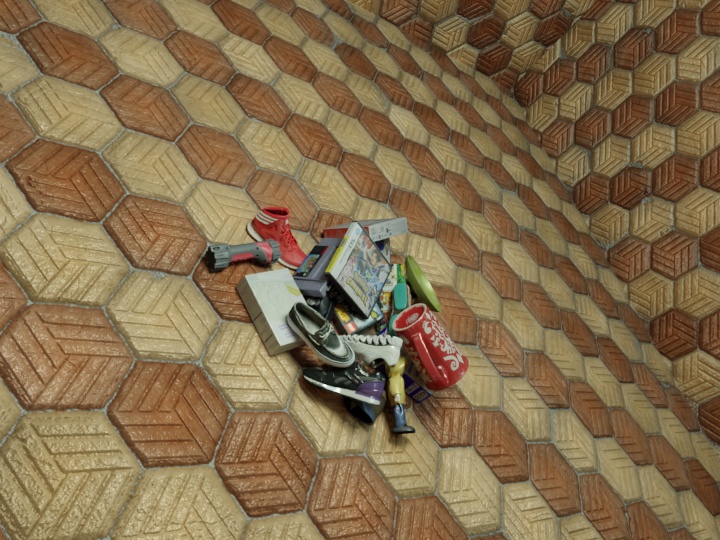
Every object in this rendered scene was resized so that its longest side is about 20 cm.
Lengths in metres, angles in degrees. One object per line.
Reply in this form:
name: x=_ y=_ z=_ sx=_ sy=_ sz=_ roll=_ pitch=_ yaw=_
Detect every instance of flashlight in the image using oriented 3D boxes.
flashlight: x=-0.298 y=-0.036 z=1.472 sx=0.199 sy=0.068 sz=0.068 roll=-15 pitch=66 yaw=-44

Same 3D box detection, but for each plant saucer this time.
plant saucer: x=0.184 y=0.045 z=1.757 sx=0.201 sy=0.031 sz=0.200 roll=54 pitch=14 yaw=-20

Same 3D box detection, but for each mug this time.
mug: x=0.186 y=0.199 z=1.492 sx=0.133 sy=0.177 sz=0.201 roll=-38 pitch=107 yaw=-11

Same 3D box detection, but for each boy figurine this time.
boy figurine: x=0.102 y=0.321 z=1.494 sx=0.124 sy=0.064 sz=0.202 roll=63 pitch=22 yaw=-65

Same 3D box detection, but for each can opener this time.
can opener: x=-0.101 y=0.053 z=1.542 sx=0.079 sy=0.063 sz=0.201 roll=61 pitch=31 yaw=-50

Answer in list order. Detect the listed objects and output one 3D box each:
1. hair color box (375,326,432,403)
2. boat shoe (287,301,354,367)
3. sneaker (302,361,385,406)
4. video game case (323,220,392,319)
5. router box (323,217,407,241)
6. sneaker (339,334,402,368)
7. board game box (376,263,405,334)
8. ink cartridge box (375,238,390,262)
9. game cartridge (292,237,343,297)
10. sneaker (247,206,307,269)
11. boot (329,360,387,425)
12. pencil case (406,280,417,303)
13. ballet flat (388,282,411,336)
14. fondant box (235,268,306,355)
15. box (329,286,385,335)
hair color box: x=0.119 y=0.262 z=1.602 sx=0.200 sy=0.065 sz=0.110 roll=39 pitch=37 yaw=-8
boat shoe: x=-0.095 y=0.152 z=1.361 sx=0.199 sy=0.071 sz=0.072 roll=36 pitch=55 yaw=10
sneaker: x=-0.038 y=0.255 z=1.387 sx=0.198 sy=0.076 sz=0.088 roll=17 pitch=81 yaw=6
video game case: x=0.000 y=0.000 z=1.549 sx=0.200 sy=0.025 sz=0.182 roll=51 pitch=53 yaw=-36
router box: x=0.017 y=-0.122 z=1.759 sx=0.199 sy=0.178 sz=0.049 roll=-19 pitch=105 yaw=-50
sneaker: x=0.010 y=0.205 z=1.464 sx=0.075 sy=0.198 sz=0.082 roll=27 pitch=64 yaw=-58
board game box: x=0.089 y=0.081 z=1.678 sx=0.104 sy=0.023 sz=0.202 roll=-1 pitch=90 yaw=-39
ink cartridge box: x=0.025 y=-0.050 z=1.774 sx=0.199 sy=0.037 sz=0.096 roll=-18 pitch=110 yaw=-49
game cartridge: x=-0.102 y=-0.013 z=1.548 sx=0.201 sy=0.129 sz=0.039 roll=-57 pitch=138 yaw=-33
sneaker: x=-0.204 y=-0.092 z=1.564 sx=0.199 sy=0.115 sz=0.079 roll=36 pitch=38 yaw=-14
boot: x=-0.017 y=0.293 z=1.434 sx=0.200 sy=0.075 sz=0.097 roll=43 pitch=34 yaw=-9
pencil case: x=0.083 y=0.061 z=1.735 sx=0.199 sy=0.078 sz=0.090 roll=12 pitch=48 yaw=-37
ballet flat: x=0.119 y=0.131 z=1.617 sx=0.067 sy=0.067 sz=0.201 roll=63 pitch=30 yaw=-50
fondant box: x=-0.203 y=0.099 z=1.442 sx=0.144 sy=0.058 sz=0.201 roll=-11 pitch=66 yaw=-49
box: x=-0.038 y=0.079 z=1.607 sx=0.136 sy=0.040 sz=0.201 roll=-25 pitch=75 yaw=-34
